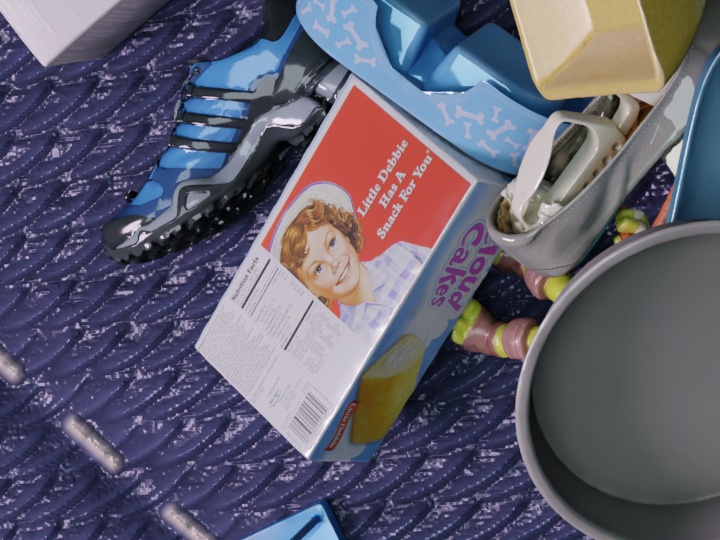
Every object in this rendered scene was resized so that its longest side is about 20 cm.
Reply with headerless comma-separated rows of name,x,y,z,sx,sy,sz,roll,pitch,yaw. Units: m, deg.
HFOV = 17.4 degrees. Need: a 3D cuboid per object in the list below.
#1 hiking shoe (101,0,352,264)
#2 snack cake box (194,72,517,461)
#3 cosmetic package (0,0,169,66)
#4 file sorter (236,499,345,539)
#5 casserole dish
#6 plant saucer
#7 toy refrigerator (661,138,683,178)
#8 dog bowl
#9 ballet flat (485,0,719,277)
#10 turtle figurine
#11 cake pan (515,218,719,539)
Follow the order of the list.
hiking shoe,-0.087,-0.084,1.433,0.200,0.074,0.087,-39,80,6
snack cake box,0.000,0.000,1.395,0.115,0.067,0.201,42,110,32
cosmetic package,-0.124,-0.214,1.400,0.200,0.107,0.090,-41,86,14
file sorter,-0.051,0.270,1.441,0.138,0.123,0.201,-26,90,16
casserole dish,0.221,-0.044,1.260,0.120,0.039,0.202,4,108,-13
plant saucer,0.113,-0.191,1.197,0.048,0.200,0.202,-18,97,-12
toy refrigerator,0.166,-0.144,1.351,0.070,0.076,0.201,-34,88,16
dog bowl,0.048,-0.127,1.370,0.199,0.111,0.050,36,118,7
ballet flat,0.141,-0.084,1.285,0.063,0.068,0.201,28,108,-30
turtle figurine,0.131,0.023,1.354,0.161,0.064,0.202,26,108,48
cake pan,0.176,0.058,1.249,0.198,0.037,0.202,-4,116,-8
